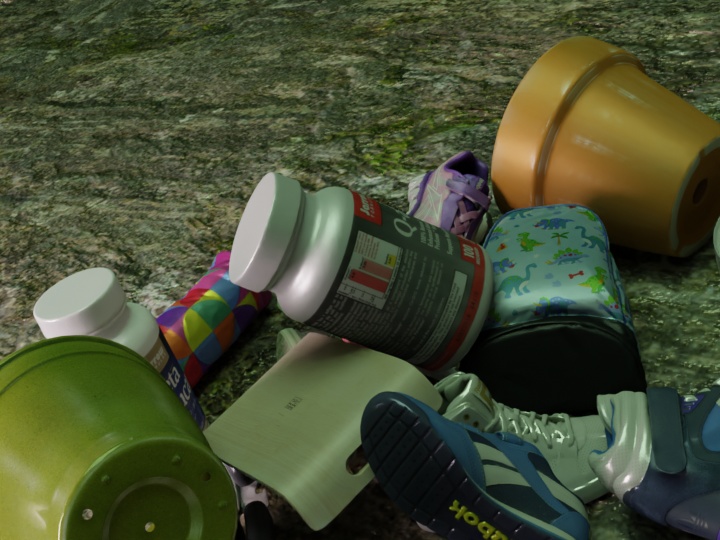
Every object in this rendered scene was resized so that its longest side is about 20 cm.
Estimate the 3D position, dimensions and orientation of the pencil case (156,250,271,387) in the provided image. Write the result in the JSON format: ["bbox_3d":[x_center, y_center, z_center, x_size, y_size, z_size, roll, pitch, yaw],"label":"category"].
[{"bbox_3d":[-0.181,0.064,1.280,0.088,0.089,0.200,5,38,40],"label":"pencil case"}]

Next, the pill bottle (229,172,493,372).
[{"bbox_3d":[0.000,0.000,0.977,0.116,0.198,0.117,-54,24,37],"label":"pill bottle"}]

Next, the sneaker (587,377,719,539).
[{"bbox_3d":[0.253,0.101,0.880,0.145,0.081,0.200,23,55,25],"label":"sneaker"}]

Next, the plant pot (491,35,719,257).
[{"bbox_3d":[0.259,-0.104,1.159,0.182,0.202,0.200,30,56,36],"label":"plant pot"}]

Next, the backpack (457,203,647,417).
[{"bbox_3d":[0.167,0.032,1.046,0.161,0.156,0.200,-8,16,18],"label":"backpack"}]

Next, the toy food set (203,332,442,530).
[{"bbox_3d":[-0.039,0.128,0.957,0.143,0.061,0.199,-42,26,-22],"label":"toy food set"}]

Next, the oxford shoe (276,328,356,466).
[{"bbox_3d":[-0.031,0.111,1.115,0.057,0.076,0.200,-2,25,-18],"label":"oxford shoe"}]

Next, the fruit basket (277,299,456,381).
[{"bbox_3d":[-0.004,0.042,1.114,0.094,0.184,0.200,-59,21,18],"label":"fruit basket"}]

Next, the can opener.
[{"bbox_3d":[-0.104,0.207,1.002,0.053,0.067,0.200,-23,29,1],"label":"can opener"}]

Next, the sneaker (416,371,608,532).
[{"bbox_3d":[0.121,0.128,0.927,0.198,0.117,0.074,-18,27,7],"label":"sneaker"}]

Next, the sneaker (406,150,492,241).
[{"bbox_3d":[0.089,-0.050,1.169,0.088,0.080,0.201,-39,24,33],"label":"sneaker"}]

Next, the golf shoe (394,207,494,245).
[{"bbox_3d":[0.047,-0.034,1.269,0.198,0.095,0.078,-24,28,-6],"label":"golf shoe"}]

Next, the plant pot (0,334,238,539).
[{"bbox_3d":[-0.185,0.163,0.873,0.200,0.202,0.192,-36,24,-23],"label":"plant pot"}]

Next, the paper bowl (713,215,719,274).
[{"bbox_3d":[0.402,-0.034,1.009,0.198,0.105,0.201,-17,28,10],"label":"paper bowl"}]

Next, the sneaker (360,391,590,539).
[{"bbox_3d":[0.086,0.153,0.869,0.074,0.199,0.082,-49,3,36],"label":"sneaker"}]

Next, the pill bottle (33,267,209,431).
[{"bbox_3d":[-0.228,0.102,1.125,0.110,0.201,0.111,-17,30,10],"label":"pill bottle"}]
